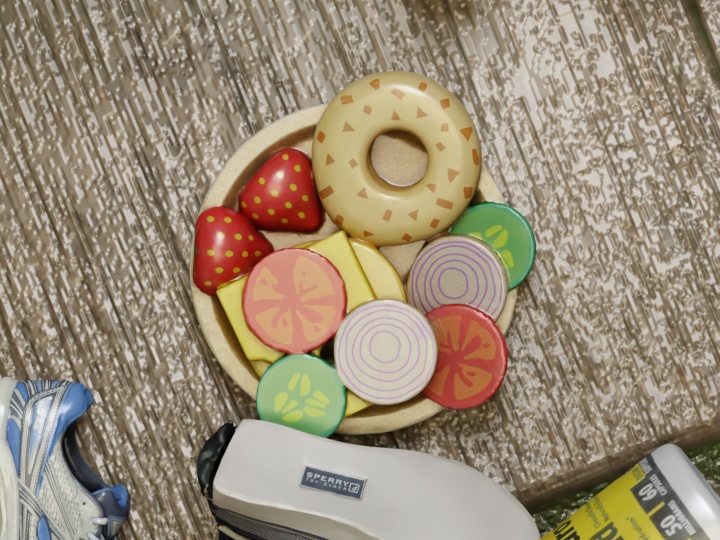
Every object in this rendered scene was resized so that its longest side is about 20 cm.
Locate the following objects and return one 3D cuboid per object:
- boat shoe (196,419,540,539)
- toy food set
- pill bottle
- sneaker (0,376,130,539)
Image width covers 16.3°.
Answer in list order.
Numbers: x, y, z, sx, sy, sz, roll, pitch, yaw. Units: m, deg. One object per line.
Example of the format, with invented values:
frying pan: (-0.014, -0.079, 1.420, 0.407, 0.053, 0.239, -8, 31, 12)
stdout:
boat shoe: (0.005, 0.148, 1.432, 0.199, 0.093, 0.075, 19, 59, 11)
toy food set: (0.000, 0.000, 1.450, 0.199, 0.049, 0.199, -26, 92, 4)
pill bottle: (0.131, 0.199, 1.423, 0.200, 0.111, 0.111, -39, 91, 5)
sneaker: (-0.174, 0.158, 1.459, 0.085, 0.077, 0.201, -9, 93, 0)
